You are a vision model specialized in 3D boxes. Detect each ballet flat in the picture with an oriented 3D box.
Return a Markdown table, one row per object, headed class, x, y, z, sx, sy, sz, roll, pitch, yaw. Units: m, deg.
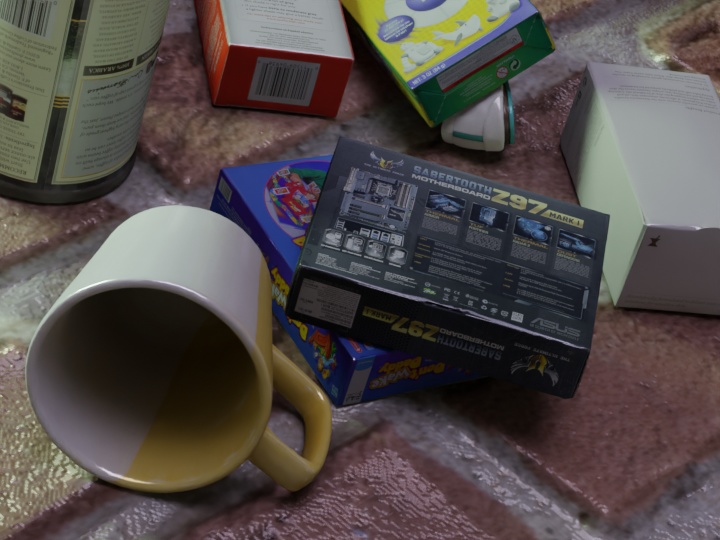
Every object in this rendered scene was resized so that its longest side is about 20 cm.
| class | x | y | z | sx | sy | sz | roll | pitch | yaw |
| --- | --- | --- | --- | --- | --- | --- | --- | --- | --- |
| ballet flat | 0.086 | -0.165 | 1.859 | 0.069 | 0.069 | 0.200 | 11 | 39 | -8 |

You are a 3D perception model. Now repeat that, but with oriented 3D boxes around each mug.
| class | x | y | z | sx | sy | sz | roll | pitch | yaw |
| --- | --- | --- | --- | --- | --- | --- | --- | --- | --- |
| mug | -0.114 | 0.050 | 1.480 | 0.149 | 0.187 | 0.153 | -13 | 27 | 13 |

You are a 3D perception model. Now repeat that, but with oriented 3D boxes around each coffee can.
| class | x | y | z | sx | sy | sz | roll | pitch | yaw |
| --- | --- | --- | --- | --- | --- | --- | --- | --- | --- |
| coffee can | -0.208 | -0.169 | 1.628 | 0.146 | 0.200 | 0.146 | 11 | 38 | -9 |

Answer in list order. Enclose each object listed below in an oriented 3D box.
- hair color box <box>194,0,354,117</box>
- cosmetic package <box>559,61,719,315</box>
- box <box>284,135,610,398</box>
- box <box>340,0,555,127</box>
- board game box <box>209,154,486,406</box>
| class | x | y | z | sx | sy | sz | roll | pitch | yaw |
| --- | --- | --- | --- | --- | --- | --- | --- | --- | --- |
| hair color box | -0.073 | -0.206 | 1.841 | 0.101 | 0.061 | 0.200 | 6 | 41 | -15 |
| cosmetic package | 0.227 | -0.063 | 1.766 | 0.108 | 0.085 | 0.200 | 6 | 40 | -14 |
| box | 0.062 | -0.004 | 1.582 | 0.200 | 0.051 | 0.158 | 16 | 38 | -1 |
| box | 0.056 | -0.204 | 1.841 | 0.117 | 0.048 | 0.200 | -32 | 39 | -3 |
| board game box | 0.000 | 0.000 | 1.630 | 0.134 | 0.045 | 0.200 | -9 | 45 | -30 |
